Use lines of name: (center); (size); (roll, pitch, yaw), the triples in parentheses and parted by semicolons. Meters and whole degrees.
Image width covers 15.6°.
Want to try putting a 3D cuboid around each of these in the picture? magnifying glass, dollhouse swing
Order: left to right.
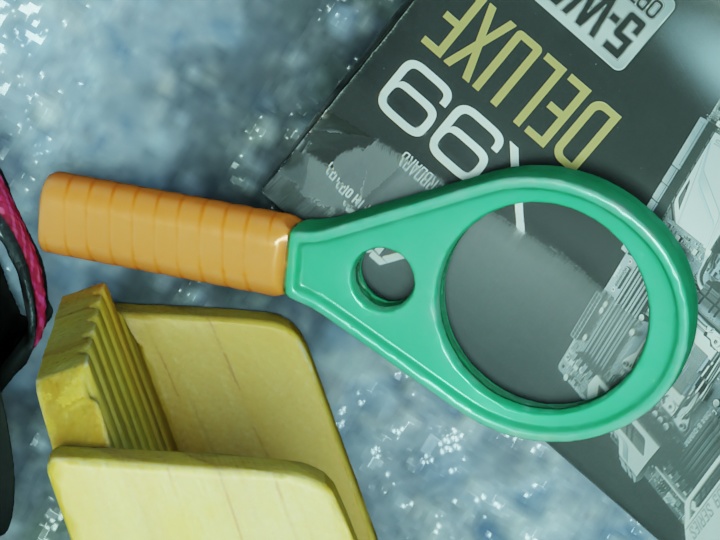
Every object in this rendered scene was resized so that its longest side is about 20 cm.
magnifying glass: (0.000, 0.000, 0.771); (0.199, 0.022, 0.080); (11, 110, 16)
dollhouse swing: (0.023, 0.074, 0.748); (0.175, 0.200, 0.183); (-19, 100, 1)

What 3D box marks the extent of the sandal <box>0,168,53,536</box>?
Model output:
sandal: (-0.123, -0.016, 0.794); (0.045, 0.075, 0.201); (-13, 95, -32)

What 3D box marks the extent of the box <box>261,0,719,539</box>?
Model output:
box: (0.095, -0.021, 0.780); (0.200, 0.050, 0.158); (42, 107, 2)
